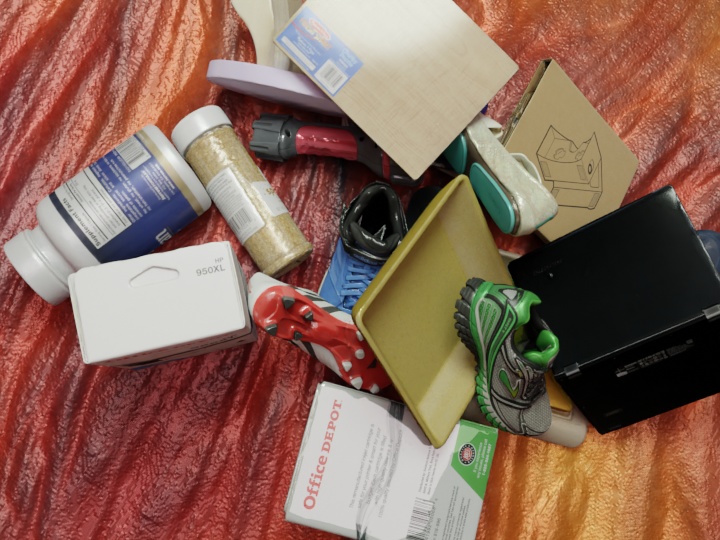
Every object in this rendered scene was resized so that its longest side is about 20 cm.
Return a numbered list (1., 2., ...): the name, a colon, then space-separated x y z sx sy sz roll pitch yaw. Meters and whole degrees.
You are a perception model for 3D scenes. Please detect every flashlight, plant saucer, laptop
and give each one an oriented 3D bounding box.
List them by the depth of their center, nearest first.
1. plant saucer: 0.074 0.041 0.697 0.200 0.048 0.201 -52 129 -29
2. laptop: 0.293 0.052 0.738 0.186 0.116 0.200 -28 126 23
3. flashlight: -0.026 -0.138 0.774 0.198 0.068 0.069 9 79 13

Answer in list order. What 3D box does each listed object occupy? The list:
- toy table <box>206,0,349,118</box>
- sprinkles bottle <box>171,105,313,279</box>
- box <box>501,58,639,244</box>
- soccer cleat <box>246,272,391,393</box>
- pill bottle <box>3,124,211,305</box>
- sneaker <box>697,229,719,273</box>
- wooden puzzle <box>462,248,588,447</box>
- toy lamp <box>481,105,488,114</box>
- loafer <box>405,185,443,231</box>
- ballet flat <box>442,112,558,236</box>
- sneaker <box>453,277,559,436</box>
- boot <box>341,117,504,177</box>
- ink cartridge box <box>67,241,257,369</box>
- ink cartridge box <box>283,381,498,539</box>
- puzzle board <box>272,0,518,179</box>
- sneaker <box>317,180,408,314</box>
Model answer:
1. toy table: -0.066 -0.247 0.770 0.198 0.184 0.118 13 94 1
2. sprinkles bottle: -0.134 -0.087 0.782 0.068 0.068 0.201 -33 86 -10
3. box: 0.236 -0.116 0.797 0.200 0.021 0.164 36 79 -30
4. soccer cleat: -0.036 0.063 0.721 0.199 0.085 0.069 31 98 -33
5. pill bottle: -0.271 -0.056 0.742 0.200 0.111 0.111 -39 86 -10
6. sneaker: 0.367 0.046 0.807 0.080 0.146 0.201 34 122 33
7. wooden puzzle: 0.192 0.086 0.803 0.184 0.037 0.202 16 80 -3
8. toy lamp: 0.082 -0.241 0.770 0.058 0.200 0.059 -18 52 25
9. loafer: 0.080 0.008 0.788 0.072 0.072 0.202 20 98 34
10. ballet flat: 0.131 -0.116 0.709 0.062 0.068 0.201 -20 61 -14
11. sneaker: 0.161 0.100 0.702 0.078 0.085 0.201 -47 127 -30
12. boot: 0.077 -0.163 0.803 0.198 0.090 0.073 16 80 -3
13. ink cartridge box: -0.184 0.042 0.689 0.143 0.200 0.085 -13 82 -7
14. ink cartridge box: 0.029 0.214 0.742 0.198 0.083 0.148 17 80 -3
15. puzzle board: 0.034 -0.213 0.683 0.200 0.017 0.151 44 94 -1
16. sneaker: -0.001 0.000 0.759 0.076 0.111 0.201 17 80 -3
